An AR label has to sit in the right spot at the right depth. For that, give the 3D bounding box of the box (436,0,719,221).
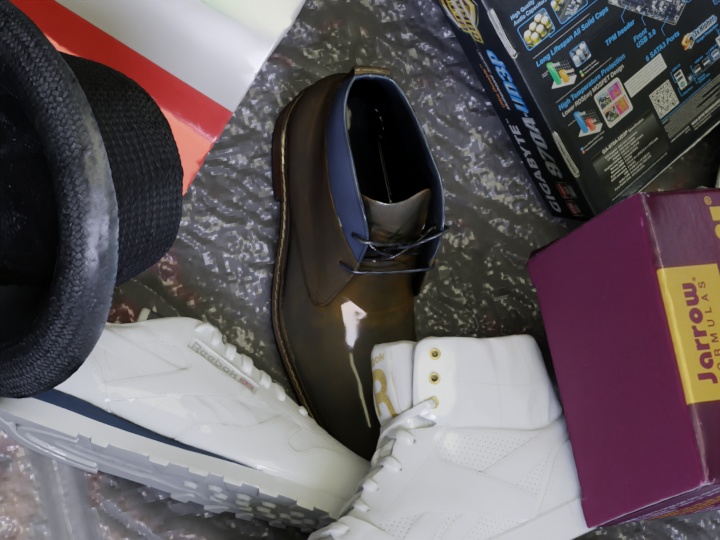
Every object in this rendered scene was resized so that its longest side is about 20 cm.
[{"bbox_3d":[0.145,-0.146,1.026,0.200,0.046,0.160,-40,115,-19],"label":"box"}]

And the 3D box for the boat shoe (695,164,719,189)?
[{"bbox_3d":[0.191,-0.020,1.008,0.086,0.074,0.204,23,83,-36],"label":"boat shoe"}]

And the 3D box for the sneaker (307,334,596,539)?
[{"bbox_3d":[0.012,0.094,0.892,0.199,0.074,0.116,-19,81,-30],"label":"sneaker"}]

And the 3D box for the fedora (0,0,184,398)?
[{"bbox_3d":[-0.146,-0.042,0.894,0.091,0.200,0.202,-11,82,-42],"label":"fedora"}]

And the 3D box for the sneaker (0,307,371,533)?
[{"bbox_3d":[-0.069,0.066,0.938,0.198,0.076,0.081,22,67,-10],"label":"sneaker"}]

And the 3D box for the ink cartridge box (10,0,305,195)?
[{"bbox_3d":[-0.117,-0.136,0.976,0.160,0.050,0.201,31,71,-8],"label":"ink cartridge box"}]

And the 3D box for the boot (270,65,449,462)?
[{"bbox_3d":[0.000,0.000,0.957,0.074,0.097,0.202,-8,82,-17],"label":"boot"}]

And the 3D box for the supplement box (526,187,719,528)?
[{"bbox_3d":[0.193,0.033,0.903,0.198,0.103,0.132,-5,76,-26],"label":"supplement box"}]
